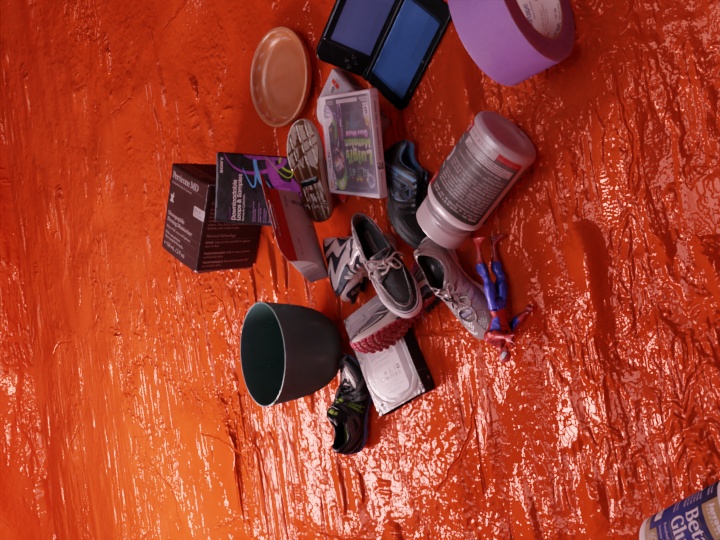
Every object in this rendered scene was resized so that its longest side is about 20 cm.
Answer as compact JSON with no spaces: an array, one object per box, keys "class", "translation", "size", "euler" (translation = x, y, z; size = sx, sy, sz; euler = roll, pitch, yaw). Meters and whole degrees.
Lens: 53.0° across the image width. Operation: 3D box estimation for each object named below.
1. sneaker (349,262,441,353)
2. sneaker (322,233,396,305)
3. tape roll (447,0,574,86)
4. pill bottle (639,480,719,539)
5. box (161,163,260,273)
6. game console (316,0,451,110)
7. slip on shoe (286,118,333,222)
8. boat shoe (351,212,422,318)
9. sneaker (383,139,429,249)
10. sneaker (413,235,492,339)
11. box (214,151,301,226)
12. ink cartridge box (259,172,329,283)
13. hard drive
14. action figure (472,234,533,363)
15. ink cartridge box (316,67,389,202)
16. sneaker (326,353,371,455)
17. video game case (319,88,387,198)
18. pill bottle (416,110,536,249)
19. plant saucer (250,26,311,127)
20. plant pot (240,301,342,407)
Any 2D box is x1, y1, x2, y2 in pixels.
[{"class":"sneaker","translation":[0.060,0.072,1.293],"size":[0.199,0.081,0.075],"euler":[-40,57,3]},{"class":"sneaker","translation":[0.000,0.000,1.376],"size":[0.196,0.078,0.134],"euler":[0,96,46]},{"class":"tape roll","translation":[0.215,-0.375,1.023],"size":[0.084,0.197,0.206],"euler":[-19,81,45]},{"class":"pill bottle","translation":[0.460,0.328,0.906],"size":[0.200,0.109,0.113],"euler":[-49,61,37]},{"class":"box","translation":[-0.336,-0.123,1.652],"size":[0.164,0.162,0.205],"euler":[29,114,40]},{"class":"game console","translation":[0.036,-0.418,1.272],"size":[0.202,0.167,0.120],"euler":[-61,28,30]},{"class":"slip on shoe","translation":[-0.094,-0.199,1.442],"size":[0.074,0.061,0.205],"euler":[-14,99,16]},{"class":"boat shoe","translation":[0.042,-0.013,1.238],"size":[0.072,0.068,0.203],"euler":[-26,70,4]},{"class":"sneaker","translation":[0.087,-0.134,1.274],"size":[0.081,0.072,0.204],"euler":[-35,70,41]},{"class":"sneaker","translation":[0.151,0.037,1.203],"size":[0.202,0.081,0.075],"euler":[53,129,7]},{"class":"box","translation":[-0.207,-0.168,1.516],"size":[0.194,0.036,0.147],"euler":[4,101,2]},{"class":"ink cartridge box","translation":[-0.126,-0.085,1.384],"size":[0.046,0.200,0.164],"euler":[-19,67,6]},{"class":"hard drive","translation":[0.050,0.156,1.370],"size":[0.139,0.037,0.204],"euler":[-36,68,42]},{"class":"action figure","translation":[0.231,0.045,1.142],"size":[0.098,0.064,0.206],"euler":[-5,91,62]},{"class":"ink cartridge box","translation":[-0.043,-0.264,1.414],"size":[0.163,0.049,0.202],"euler":[53,125,29]},{"class":"sneaker","translation":[-0.026,0.268,1.427],"size":[0.070,0.081,0.206],"euler":[10,100,50]},{"class":"video game case","translation":[-0.016,-0.231,1.324],"size":[0.199,0.023,0.187],"euler":[16,115,60]},{"class":"pill bottle","translation":[0.177,-0.140,1.149],"size":[0.115,0.112,0.201],"euler":[55,129,26]},{"class":"plant saucer","translation":[-0.164,-0.408,1.533],"size":[0.197,0.037,0.206],"euler":[8,100,46]},{"class":"plant pot","translation":[-0.131,0.162,1.460],"size":[0.199,0.158,0.207],"euler":[2,93,55]}]
